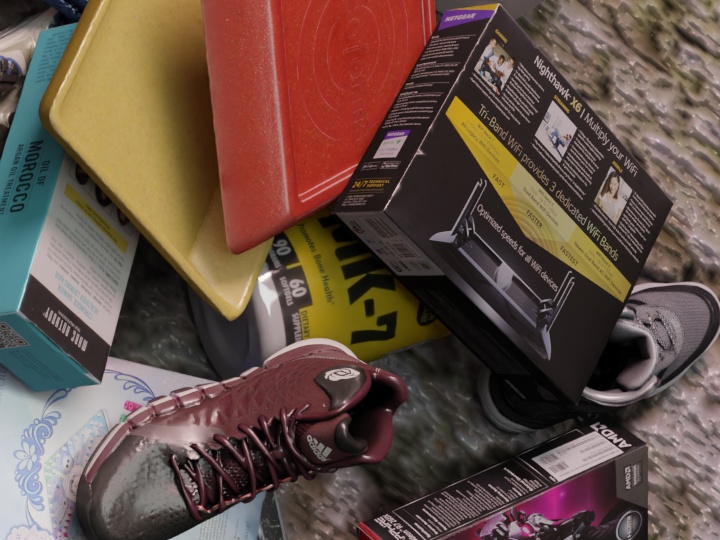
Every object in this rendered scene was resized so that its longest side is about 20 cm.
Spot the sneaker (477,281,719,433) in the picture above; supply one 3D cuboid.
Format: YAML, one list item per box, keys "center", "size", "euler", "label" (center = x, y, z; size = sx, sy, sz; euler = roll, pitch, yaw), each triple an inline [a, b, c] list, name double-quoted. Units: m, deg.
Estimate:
- center: [0.183, 0.053, 1.393]
  size: [0.199, 0.114, 0.076]
  euler: [-20, 89, -26]
  label: "sneaker"

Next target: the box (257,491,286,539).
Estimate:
- center: [-0.143, 0.175, 1.256]
  size: [0.199, 0.048, 0.160]
  euler: [-9, 84, -26]
  label: "box"

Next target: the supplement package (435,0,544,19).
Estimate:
- center: [0.051, -0.266, 1.371]
  size: [0.199, 0.156, 0.112]
  euler: [26, 70, -17]
  label: "supplement package"

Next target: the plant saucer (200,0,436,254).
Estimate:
- center: [-0.012, -0.131, 1.225]
  size: [0.200, 0.036, 0.201]
  euler: [-31, 125, -48]
  label: "plant saucer"

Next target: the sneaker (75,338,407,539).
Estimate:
- center: [-0.058, 0.098, 1.165]
  size: [0.199, 0.115, 0.076]
  euler: [-32, 110, -28]
  label: "sneaker"

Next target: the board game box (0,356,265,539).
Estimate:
- center: [-0.158, 0.150, 1.203]
  size: [0.198, 0.043, 0.202]
  euler: [15, 73, -22]
  label: "board game box"

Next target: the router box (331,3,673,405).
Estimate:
- center: [0.092, -0.038, 1.275]
  size: [0.200, 0.052, 0.158]
  euler: [44, 63, -31]
  label: "router box"

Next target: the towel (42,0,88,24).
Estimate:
- center: [-0.154, -0.221, 1.282]
  size: [0.111, 0.049, 0.201]
  euler: [37, 35, -12]
  label: "towel"

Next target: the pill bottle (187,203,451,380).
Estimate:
- center: [0.000, 0.000, 1.320]
  size: [0.199, 0.114, 0.115]
  euler: [-18, 88, -26]
  label: "pill bottle"

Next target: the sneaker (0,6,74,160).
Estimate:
- center: [-0.211, -0.123, 1.268]
  size: [0.200, 0.085, 0.078]
  euler: [-33, 120, -48]
  label: "sneaker"

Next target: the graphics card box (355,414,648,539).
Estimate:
- center: [0.095, 0.186, 1.333]
  size: [0.199, 0.051, 0.126]
  euler: [-21, 122, -28]
  label: "graphics card box"

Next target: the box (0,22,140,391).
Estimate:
- center: [-0.167, -0.039, 1.190]
  size: [0.082, 0.049, 0.201]
  euler: [48, 44, -45]
  label: "box"

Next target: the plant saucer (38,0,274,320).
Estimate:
- center: [-0.104, -0.105, 1.199]
  size: [0.200, 0.048, 0.201]
  euler: [51, 50, -44]
  label: "plant saucer"
